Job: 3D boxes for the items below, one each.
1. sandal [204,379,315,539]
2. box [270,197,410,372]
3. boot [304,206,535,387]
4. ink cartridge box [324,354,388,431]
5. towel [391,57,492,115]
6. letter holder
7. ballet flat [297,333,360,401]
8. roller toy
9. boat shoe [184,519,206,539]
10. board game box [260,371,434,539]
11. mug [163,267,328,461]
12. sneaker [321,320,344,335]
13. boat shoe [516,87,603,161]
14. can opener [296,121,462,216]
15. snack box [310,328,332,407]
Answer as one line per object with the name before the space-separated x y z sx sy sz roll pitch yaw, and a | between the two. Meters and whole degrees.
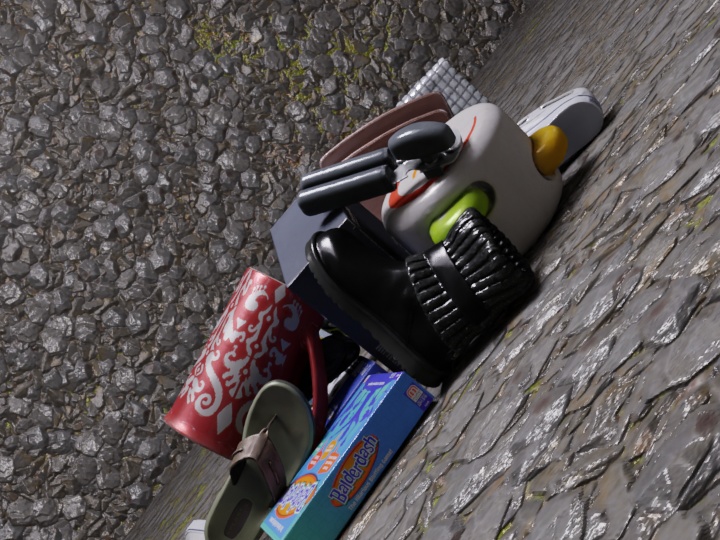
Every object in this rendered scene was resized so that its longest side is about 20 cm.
sandal | -0.107 0.216 1.109 0.057 0.079 0.203 12 -80 -81
box | 0.000 0.000 1.224 0.104 0.182 0.200 -47 21 8
boot | 0.057 -0.009 1.030 0.159 0.211 0.079 -53 -17 22
ink cartridge box | -0.008 0.153 1.261 0.094 0.044 0.200 -53 6 -6
towel | 0.126 -0.171 1.472 0.166 0.200 0.086 -49 4 4
letter holder | 0.041 -0.136 1.372 0.198 0.144 0.100 -28 -2 15
ballet flat | -0.081 0.146 1.286 0.199 0.067 0.057 -34 -26 21
roller toy | 0.128 -0.079 1.161 0.201 0.139 0.182 -56 18 -23
boat shoe | -0.191 0.360 1.302 0.070 0.071 0.200 -50 11 -26
board game box | -0.017 0.195 1.049 0.201 0.045 0.152 -54 6 -14
mug | -0.107 0.119 1.215 0.133 0.176 0.202 81 -146 -85
sneaker | -0.009 0.029 1.433 0.199 0.075 0.077 -34 57 35
boat shoe | 0.204 -0.144 1.256 0.199 0.074 0.066 -32 25 21
can opener | 0.017 -0.112 1.100 0.198 0.067 0.053 -19 40 28
snack box | -0.090 0.196 1.417 0.201 0.052 0.143 -55 -10 -39
